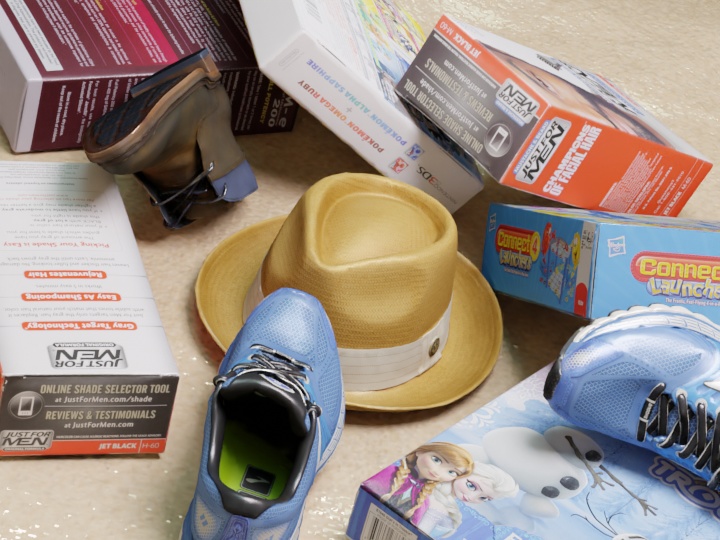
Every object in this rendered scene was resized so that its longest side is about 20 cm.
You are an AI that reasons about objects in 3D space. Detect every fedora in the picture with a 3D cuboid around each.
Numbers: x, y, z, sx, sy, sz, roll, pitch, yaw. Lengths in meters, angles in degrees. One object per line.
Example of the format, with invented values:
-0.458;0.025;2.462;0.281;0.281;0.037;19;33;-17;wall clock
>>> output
0.000;0.000;1.462;0.200;0.082;0.201;10;35;-7;fedora

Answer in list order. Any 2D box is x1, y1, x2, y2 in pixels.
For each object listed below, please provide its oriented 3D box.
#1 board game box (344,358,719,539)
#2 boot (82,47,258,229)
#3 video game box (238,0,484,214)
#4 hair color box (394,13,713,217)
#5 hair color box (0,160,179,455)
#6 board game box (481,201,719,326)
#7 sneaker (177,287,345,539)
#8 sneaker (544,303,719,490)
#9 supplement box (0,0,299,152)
0.130;0.145;1.345;0.200;0.043;0.199;34;37;25;board game box
-0.104;-0.068;1.473;0.075;0.097;0.200;-25;11;17;boot
-0.010;-0.148;1.617;0.182;0.047;0.200;36;22;-33;video game box
0.128;-0.093;1.591;0.200;0.064;0.111;12;26;-51;hair color box
-0.174;0.018;1.392;0.101;0.061;0.200;1;36;-19;hair color box
0.197;-0.001;1.480;0.199;0.056;0.196;4;4;-16;board game box
-0.044;0.078;1.314;0.078;0.089;0.200;14;44;-4;sneaker
0.199;0.079;1.347;0.199;0.079;0.089;11;30;-12;sneaker
-0.147;-0.138;1.616;0.199;0.061;0.109;-6;41;-27;supplement box
